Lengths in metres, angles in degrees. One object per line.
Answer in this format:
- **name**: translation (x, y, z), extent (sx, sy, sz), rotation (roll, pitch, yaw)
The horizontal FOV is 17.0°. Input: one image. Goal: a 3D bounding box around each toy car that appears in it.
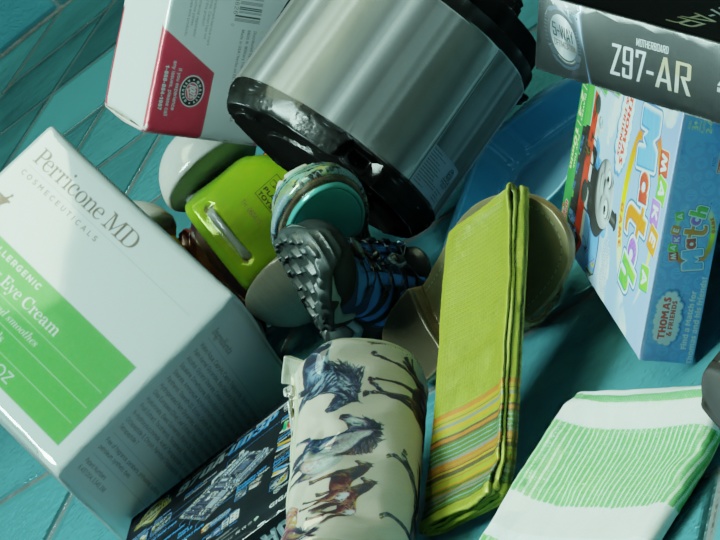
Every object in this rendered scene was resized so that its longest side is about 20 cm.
- **toy car**: translation (-0.100, -0.002, 1.852), extent (0.200, 0.175, 0.150), rotation (-45, -22, 11)

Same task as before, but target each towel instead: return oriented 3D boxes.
- **towel**: translation (0.064, 0.051, 1.395), extent (0.086, 0.018, 0.200), rotation (-34, 43, 51)
- **towel**: translation (0.103, 0.138, 1.241), extent (0.200, 0.023, 0.153), rotation (-52, 19, -22)

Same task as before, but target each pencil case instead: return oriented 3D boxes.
- **pencil case**: translation (-0.009, 0.125, 1.391), extent (0.089, 0.078, 0.200), rotation (0, 37, 4)

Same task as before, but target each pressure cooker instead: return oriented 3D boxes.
- **pressure cooker**: translation (0.027, -0.144, 1.675), extent (0.200, 0.179, 0.176), rotation (-55, 4, -7)

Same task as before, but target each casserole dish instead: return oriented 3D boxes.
- **casserole dish**: translation (0.120, -0.061, 1.636), extent (0.121, 0.039, 0.200), rotation (-35, 19, 31)

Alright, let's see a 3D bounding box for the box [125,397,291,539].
- **box**: translation (-0.077, 0.163, 1.556), extent (0.200, 0.046, 0.159), rotation (-38, 18, 19)

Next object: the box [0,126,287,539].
- **box**: translation (-0.184, 0.051, 1.673), extent (0.171, 0.199, 0.200), rotation (-45, -23, -9)

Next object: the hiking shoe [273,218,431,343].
- **hiking shoe**: translation (0.000, 0.000, 1.566), extent (0.087, 0.074, 0.200), rotation (-30, -16, -2)

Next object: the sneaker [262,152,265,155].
- **sneaker**: translation (-0.066, -0.058, 2.015), extent (0.200, 0.078, 0.112), rotation (-42, 10, -28)

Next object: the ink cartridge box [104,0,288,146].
- **ink cartridge box**: translation (-0.072, -0.168, 1.770), extent (0.086, 0.200, 0.148), rotation (29, 109, 56)

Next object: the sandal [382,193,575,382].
- **sandal**: translation (0.091, 0.005, 1.502), extent (0.070, 0.078, 0.212), rotation (-16, -17, -36)

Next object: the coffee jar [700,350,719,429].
- **coffee jar**: translation (0.248, 0.016, 1.086), extent (0.200, 0.085, 0.104), rotation (-45, 20, -5)

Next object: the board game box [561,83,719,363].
- **board game box**: translation (0.161, -0.056, 1.368), extent (0.200, 0.037, 0.151), rotation (-114, 30, -67)

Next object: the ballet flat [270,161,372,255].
- **ballet flat**: translation (-0.029, -0.033, 1.624), extent (0.074, 0.074, 0.200), rotation (-50, -22, -17)

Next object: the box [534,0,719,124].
- **box**: translation (0.218, -0.127, 1.284), extent (0.200, 0.044, 0.160), rotation (-16, 27, -39)
